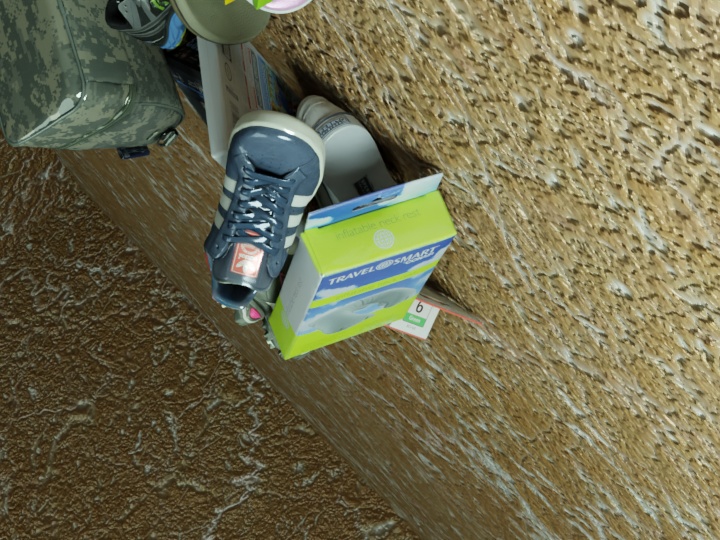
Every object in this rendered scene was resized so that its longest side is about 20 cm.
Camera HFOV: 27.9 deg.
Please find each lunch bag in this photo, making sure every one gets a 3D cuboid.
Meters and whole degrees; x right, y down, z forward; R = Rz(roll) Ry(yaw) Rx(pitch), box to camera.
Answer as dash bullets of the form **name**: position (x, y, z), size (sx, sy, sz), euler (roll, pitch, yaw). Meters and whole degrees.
- **lunch bag**: position (-0.259, -0.214, 1.381), size (0.139, 0.167, 0.202), euler (-26, 77, 39)

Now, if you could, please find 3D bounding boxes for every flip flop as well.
- **flip flop**: position (-0.106, -0.235, 1.050), size (0.057, 0.082, 0.201), euler (18, 154, 26)

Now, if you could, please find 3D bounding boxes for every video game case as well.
- **video game case**: position (-0.077, -0.112, 1.188), size (0.200, 0.018, 0.145), euler (44, -148, -58)

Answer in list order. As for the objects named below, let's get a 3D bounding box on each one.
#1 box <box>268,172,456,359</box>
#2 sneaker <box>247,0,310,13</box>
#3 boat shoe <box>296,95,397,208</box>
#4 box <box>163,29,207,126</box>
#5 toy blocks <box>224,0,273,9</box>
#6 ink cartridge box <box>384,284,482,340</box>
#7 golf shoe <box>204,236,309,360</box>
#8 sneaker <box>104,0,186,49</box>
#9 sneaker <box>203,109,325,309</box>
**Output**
- **box**: position (0.000, 0.000, 1.167), size (0.048, 0.121, 0.200), euler (65, 159, 18)
- **sneaker**: position (-0.098, -0.253, 0.941), size (0.201, 0.080, 0.088), euler (52, -179, -10)
- **boat shoe**: position (-0.008, -0.069, 1.230), size (0.066, 0.072, 0.201), euler (53, 177, 39)
- **box**: position (-0.104, -0.139, 1.433), size (0.199, 0.050, 0.200), euler (56, 168, -30)
- **toy blocks**: position (-0.066, -0.246, 0.814), size (0.138, 0.099, 0.200), euler (59, 170, 2)
- **ink cartridge box**: position (0.016, 0.021, 1.380), size (0.108, 0.051, 0.200), euler (21, -172, -37)
- **golf shoe**: position (-0.059, 0.022, 1.295), size (0.078, 0.087, 0.200), euler (69, -168, 23)
- **sneaker**: position (-0.169, -0.239, 1.147), size (0.082, 0.072, 0.200), euler (7, 157, -12)
- **sneaker**: position (-0.075, -0.036, 1.063), size (0.074, 0.085, 0.201), euler (16, 150, -2)
